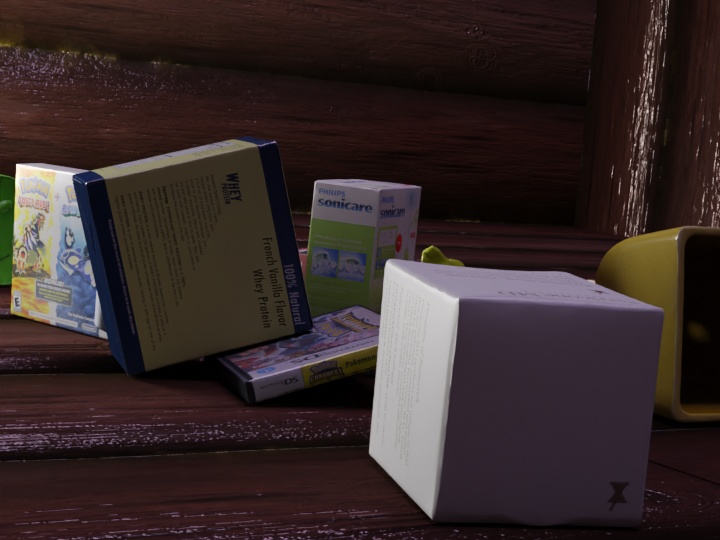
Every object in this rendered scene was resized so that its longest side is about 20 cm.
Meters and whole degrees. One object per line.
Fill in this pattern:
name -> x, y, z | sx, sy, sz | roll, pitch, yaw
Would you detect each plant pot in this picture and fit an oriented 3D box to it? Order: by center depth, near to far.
plant pot -> 0.353, 0.054, 1.739 | 0.192, 0.198, 0.199 | 2, 0, -28

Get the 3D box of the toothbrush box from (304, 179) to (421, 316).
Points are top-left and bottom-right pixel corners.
toothbrush box -> 0.000, 0.000, 1.844 | 0.085, 0.202, 0.145 | 7, 5, 20

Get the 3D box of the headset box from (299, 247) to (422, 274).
headset box -> -0.012, 0.013, 2.311 | 0.198, 0.076, 0.148 | 7, 6, 17

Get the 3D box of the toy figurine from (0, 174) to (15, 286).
toy figurine -> -0.561, -0.035, 2.225 | 0.183, 0.151, 0.200 | -8, 20, 45

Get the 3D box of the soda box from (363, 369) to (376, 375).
soda box -> 0.097, 0.093, 1.706 | 0.199, 0.064, 0.068 | 9, 7, 40

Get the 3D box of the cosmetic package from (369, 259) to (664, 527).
cosmetic package -> 0.113, 0.090, 1.246 | 0.166, 0.168, 0.200 | 4, 7, -15

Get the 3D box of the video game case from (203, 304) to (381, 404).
video game case -> -0.053, 0.080, 1.626 | 0.179, 0.026, 0.200 | -15, 12, -15

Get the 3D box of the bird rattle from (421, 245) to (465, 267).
bird rattle -> 0.126, 0.035, 2.157 | 0.199, 0.114, 0.162 | 4, -11, -41

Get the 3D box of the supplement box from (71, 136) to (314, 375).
supplement box -> -0.174, -0.020, 1.666 | 0.198, 0.202, 0.134 | -14, 11, -14

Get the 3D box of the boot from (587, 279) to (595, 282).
boot -> 0.286, 0.056, 2.209 | 0.106, 0.076, 0.200 | -1, 8, -8

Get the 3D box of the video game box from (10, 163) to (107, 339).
video game box -> -0.329, -0.025, 1.869 | 0.199, 0.184, 0.047 | 10, 7, 42

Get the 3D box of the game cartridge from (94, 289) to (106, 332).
game cartridge -> -0.193, 0.020, 1.796 | 0.198, 0.135, 0.041 | 3, 6, -18
